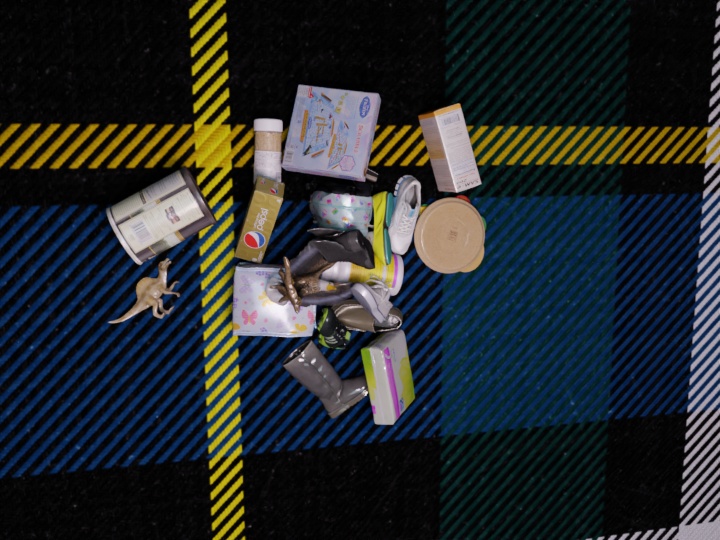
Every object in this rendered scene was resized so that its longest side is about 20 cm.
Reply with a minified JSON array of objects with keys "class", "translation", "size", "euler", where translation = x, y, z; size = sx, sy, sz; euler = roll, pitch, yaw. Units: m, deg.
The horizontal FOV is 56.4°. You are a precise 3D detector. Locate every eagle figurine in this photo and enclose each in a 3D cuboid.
[{"class":"eagle figurine","translation":[-0.103,0.023,1.537],"size":[0.151,0.200,0.152],"euler":[40,126,14]}]

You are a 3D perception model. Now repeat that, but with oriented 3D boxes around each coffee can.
[{"class":"coffee can","translation":[-0.447,-0.125,1.520],"size":[0.199,0.146,0.147],"euler":[-29,104,-6]}]

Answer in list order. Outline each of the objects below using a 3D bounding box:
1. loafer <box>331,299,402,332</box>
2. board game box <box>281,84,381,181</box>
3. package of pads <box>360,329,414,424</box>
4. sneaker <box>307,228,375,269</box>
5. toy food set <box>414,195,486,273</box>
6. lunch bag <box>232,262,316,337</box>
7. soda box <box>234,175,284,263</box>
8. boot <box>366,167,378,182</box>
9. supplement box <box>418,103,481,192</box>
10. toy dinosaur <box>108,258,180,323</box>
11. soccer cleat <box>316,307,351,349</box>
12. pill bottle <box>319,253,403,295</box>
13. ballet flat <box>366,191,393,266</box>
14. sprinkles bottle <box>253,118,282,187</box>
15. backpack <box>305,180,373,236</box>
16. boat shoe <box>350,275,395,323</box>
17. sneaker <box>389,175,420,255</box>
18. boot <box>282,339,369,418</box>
[{"class":"loafer","translation":[0.018,0.117,1.699],"size":[0.198,0.070,0.076],"euler":[1,99,-13]},{"class":"board game box","translation":[-0.067,-0.319,1.558],"size":[0.197,0.041,0.202],"euler":[11,84,14]},{"class":"package of pads","translation":[0.074,0.264,1.695],"size":[0.068,0.154,0.202],"euler":[-4,103,27]},{"class":"sneaker","translation":[-0.037,-0.046,1.496],"size":[0.103,0.200,0.061],"euler":[-11,68,12]},{"class":"toy food set","translation":[0.231,-0.093,1.725],"size":[0.198,0.049,0.200],"euler":[-2,99,-12]},{"class":"lunch bag","translation":[-0.203,0.071,1.618],"size":[0.198,0.127,0.172],"euler":[2,96,-3]},{"class":"soda box","translation":[-0.236,-0.116,1.561],"size":[0.067,0.064,0.201],"euler":[15,128,-13]},{"class":"boot","translation":[-0.017,-0.320,1.624],"size":[0.199,0.073,0.151],"euler":[30,92,-7]},{"class":"supplement box","translation":[0.218,-0.298,1.650],"size":[0.073,0.126,0.202],"euler":[-20,103,-10]},{"class":"toy dinosaur","translation":[-0.496,0.068,1.596],"size":[0.101,0.058,0.201],"euler":[37,82,0]},{"class":"soccer cleat","translation":[-0.062,0.142,1.628],"size":[0.080,0.200,0.068],"euler":[15,68,5]},{"class":"pill bottle","translation":[0.000,0.000,1.659],"size":[0.198,0.104,0.105],"euler":[7,97,-14]},{"class":"ballet flat","translation":[0.044,-0.101,1.645],"size":[0.066,0.067,0.202],"euler":[-4,66,16]},{"class":"sprinkles bottle","translation":[-0.220,-0.255,1.589],"size":[0.067,0.068,0.202],"euler":[0,99,-12]},{"class":"backpack","translation":[-0.037,-0.147,1.578],"size":[0.165,0.200,0.128],"euler":[-3,102,-12]},{"class":"boat shoe","translation":[0.042,0.056,1.583],"size":[0.074,0.202,0.086],"euler":[38,82,28]},{"class":"sneaker","translation":[0.111,-0.136,1.673],"size":[0.074,0.087,0.202],"euler":[5,99,-15]},{"class":"boot","translation":[-0.073,0.256,1.709],"size":[0.181,0.073,0.201],"euler":[-37,98,-7]}]
